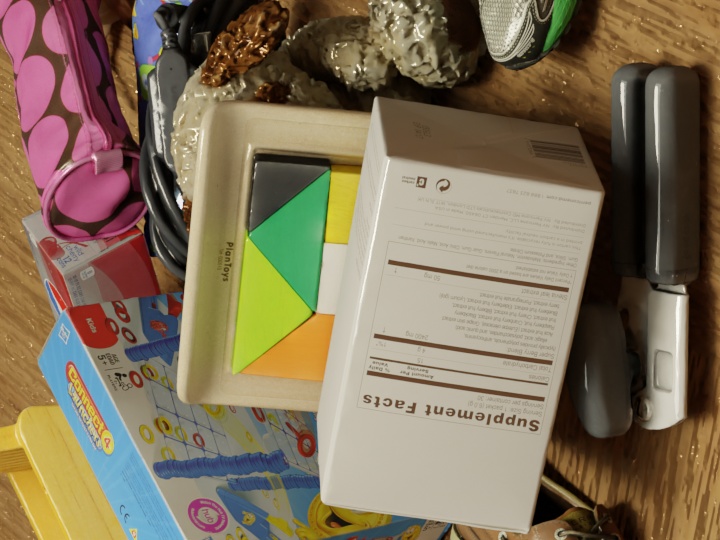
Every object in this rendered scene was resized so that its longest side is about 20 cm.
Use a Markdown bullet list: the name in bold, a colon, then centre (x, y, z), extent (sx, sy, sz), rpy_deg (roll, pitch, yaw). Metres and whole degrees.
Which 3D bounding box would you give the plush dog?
- **plush dog**: centre (-0.035, -0.087, 1.474), extent (0.160, 0.172, 0.200), rpy_deg (27, 119, 49)

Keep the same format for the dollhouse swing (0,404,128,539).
- **dollhouse swing**: centre (-0.240, 0.183, 1.736), extent (0.182, 0.176, 0.200), rpy_deg (64, 164, 4)

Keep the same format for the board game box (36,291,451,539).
- **board game box**: centre (-0.070, 0.102, 1.541), extent (0.200, 0.196, 0.056), rpy_deg (58, 138, 28)

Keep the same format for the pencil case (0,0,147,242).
- **pencil case**: centre (-0.190, -0.120, 1.642), extent (0.094, 0.091, 0.200), rpy_deg (-55, 43, 42)

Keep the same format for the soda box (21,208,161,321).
- **soda box**: centre (-0.170, 0.036, 1.711), extent (0.070, 0.063, 0.200), rpy_deg (48, 161, 38)

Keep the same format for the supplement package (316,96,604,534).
- **supplement package**: centre (0.050, 0.023, 1.359), extent (0.121, 0.120, 0.200), rpy_deg (-97, 17, -70)

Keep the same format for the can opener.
- **can opener**: centre (0.146, -0.009, 1.331), extent (0.053, 0.067, 0.200), rpy_deg (12, 107, 52)

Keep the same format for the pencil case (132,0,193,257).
- **pencil case**: centre (-0.108, -0.102, 1.653), extent (0.087, 0.078, 0.200), rpy_deg (8, 103, 55)

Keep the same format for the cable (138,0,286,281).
- **cable**: centre (-0.083, -0.074, 1.564), extent (0.051, 0.163, 0.200), rpy_deg (-5, 96, 25)

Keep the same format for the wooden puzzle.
- **wooden puzzle**: centre (0.000, 0.000, 1.428), extent (0.037, 0.200, 0.185), rpy_deg (-111, 26, -68)

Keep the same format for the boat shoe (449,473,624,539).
- **boat shoe**: centre (0.116, 0.166, 1.404), extent (0.200, 0.072, 0.068), rpy_deg (32, 123, 47)

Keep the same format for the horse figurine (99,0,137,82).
- **horse figurine**: centre (-0.181, -0.175, 1.761), extent (0.200, 0.050, 0.133), rpy_deg (-24, 73, 55)

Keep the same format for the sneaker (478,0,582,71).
- **sneaker**: centre (0.068, -0.209, 1.382), extent (0.078, 0.085, 0.200), rpy_deg (-10, 89, 54)
